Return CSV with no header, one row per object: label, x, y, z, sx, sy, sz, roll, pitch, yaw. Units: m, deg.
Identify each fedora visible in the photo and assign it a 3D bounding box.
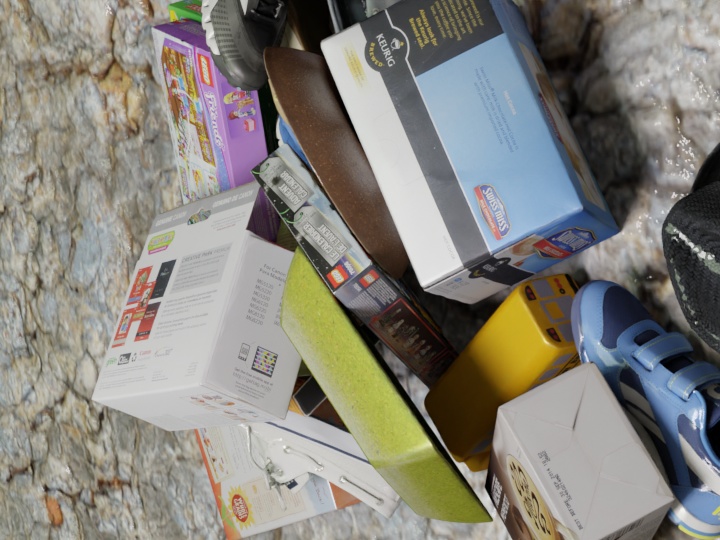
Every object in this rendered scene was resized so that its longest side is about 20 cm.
fedora,0.263,0.000,1.181,0.200,0.091,0.201,18,113,49

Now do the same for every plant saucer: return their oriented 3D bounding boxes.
plant saucer,0.011,0.102,1.390,0.200,0.048,0.200,55,-179,28
plant saucer,-0.006,-0.089,1.371,0.037,0.200,0.201,-29,72,10

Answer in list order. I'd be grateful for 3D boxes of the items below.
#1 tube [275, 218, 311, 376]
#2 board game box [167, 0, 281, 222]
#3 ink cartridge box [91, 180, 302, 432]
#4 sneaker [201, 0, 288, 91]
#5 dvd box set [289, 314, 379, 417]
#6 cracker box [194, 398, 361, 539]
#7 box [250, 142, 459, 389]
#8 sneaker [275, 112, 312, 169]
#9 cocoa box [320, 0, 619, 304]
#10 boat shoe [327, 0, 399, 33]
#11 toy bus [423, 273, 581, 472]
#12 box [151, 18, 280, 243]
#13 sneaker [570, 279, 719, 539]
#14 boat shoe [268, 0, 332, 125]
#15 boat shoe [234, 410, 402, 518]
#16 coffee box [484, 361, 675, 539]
tube,-0.051,0.002,1.550,0.058,0.052,0.201,128,156,-59
board game box,-0.118,-0.138,1.660,0.134,0.029,0.201,26,131,52
ink cartridge box,-0.119,0.033,1.495,0.200,0.084,0.176,-12,58,57
sneaker,-0.076,-0.243,1.456,0.090,0.066,0.201,-23,55,48
dvd box set,-0.064,0.043,1.592,0.200,0.146,0.029,20,148,50
cracker box,-0.073,0.169,1.703,0.200,0.058,0.134,-25,80,53
box,0.000,0.000,1.417,0.040,0.200,0.137,-38,56,3
sneaker,0.011,-0.099,1.513,0.200,0.078,0.089,36,120,32
cocoa box,0.082,-0.095,1.326,0.131,0.133,0.201,-26,76,14
boat shoe,-0.004,-0.243,1.482,0.070,0.071,0.202,-25,80,53
toy bus,0.114,0.085,1.415,0.065,0.078,0.200,60,140,22
box,-0.125,-0.112,1.608,0.137,0.039,0.201,31,134,57
sneaker,0.223,0.085,1.282,0.200,0.074,0.082,59,137,13
boat shoe,-0.064,-0.202,1.534,0.066,0.074,0.200,-44,41,27
boat shoe,-0.057,0.165,1.578,0.075,0.201,0.086,172,121,-86
coffee box,0.152,0.159,1.313,0.113,0.080,0.200,61,170,19
